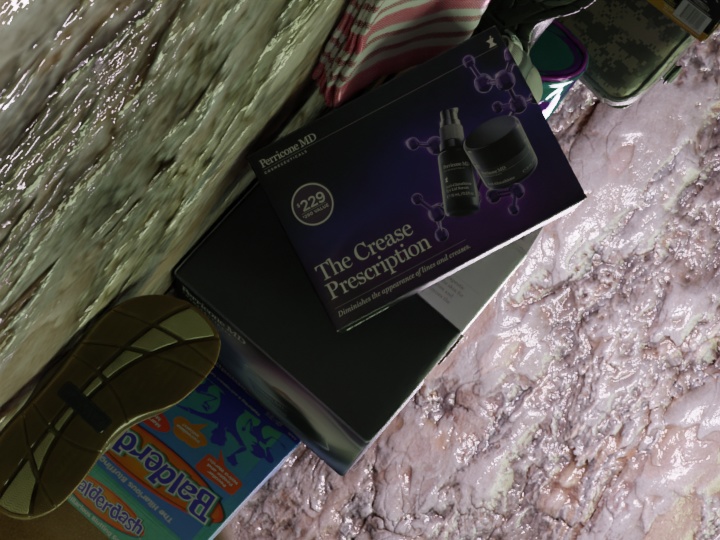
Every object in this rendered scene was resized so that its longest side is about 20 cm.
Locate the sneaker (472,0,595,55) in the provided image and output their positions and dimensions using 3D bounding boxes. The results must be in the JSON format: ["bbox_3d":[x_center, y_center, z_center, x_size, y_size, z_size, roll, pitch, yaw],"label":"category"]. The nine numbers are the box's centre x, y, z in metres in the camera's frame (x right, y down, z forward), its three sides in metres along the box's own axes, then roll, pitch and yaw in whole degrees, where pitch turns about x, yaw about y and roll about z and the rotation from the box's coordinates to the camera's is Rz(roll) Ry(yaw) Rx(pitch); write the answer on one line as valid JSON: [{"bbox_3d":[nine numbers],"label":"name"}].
[{"bbox_3d":[0.141,-0.232,1.107,0.200,0.076,0.091,-43,-163,43],"label":"sneaker"}]

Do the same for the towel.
[{"bbox_3d":[0.058,-0.195,0.931,0.146,0.030,0.200,-25,163,-36],"label":"towel"}]

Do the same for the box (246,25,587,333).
[{"bbox_3d":[0.039,-0.063,0.987,0.199,0.142,0.079,-28,175,-1],"label":"box"}]

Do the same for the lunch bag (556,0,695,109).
[{"bbox_3d":[0.229,-0.259,1.327,0.139,0.200,0.168,-48,172,8],"label":"lunch bag"}]

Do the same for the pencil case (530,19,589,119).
[{"bbox_3d":[0.129,-0.154,1.276,0.092,0.086,0.200,-6,154,-24],"label":"pencil case"}]

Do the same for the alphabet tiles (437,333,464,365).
[{"bbox_3d":[0.000,0.000,1.125,0.008,0.200,0.167,-47,175,-16],"label":"alphabet tiles"}]

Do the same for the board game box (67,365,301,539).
[{"bbox_3d":[-0.152,0.140,1.089,0.045,0.152,0.200,-52,176,29],"label":"board game box"}]

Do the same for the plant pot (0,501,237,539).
[{"bbox_3d":[-0.190,0.232,1.155,0.187,0.200,0.186,-48,175,-6],"label":"plant pot"}]

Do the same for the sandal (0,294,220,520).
[{"bbox_3d":[-0.180,0.089,0.933,0.200,0.080,0.054,-46,-171,-29],"label":"sandal"}]

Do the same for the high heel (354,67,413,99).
[{"bbox_3d":[0.045,-0.166,1.150,0.143,0.071,0.200,-62,171,22],"label":"high heel"}]

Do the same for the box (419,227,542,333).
[{"bbox_3d":[0.084,-0.041,1.601,0.172,0.199,0.200,-52,176,21],"label":"box"}]

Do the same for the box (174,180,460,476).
[{"bbox_3d":[-0.043,0.050,1.126,0.123,0.200,0.198,-48,174,-17],"label":"box"}]

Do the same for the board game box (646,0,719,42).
[{"bbox_3d":[0.259,-0.305,1.201,0.165,0.200,0.057,-46,173,-46],"label":"board game box"}]

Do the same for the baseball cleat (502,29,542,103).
[{"bbox_3d":[0.054,-0.109,1.081,0.200,0.070,0.107,-47,134,-8],"label":"baseball cleat"}]
